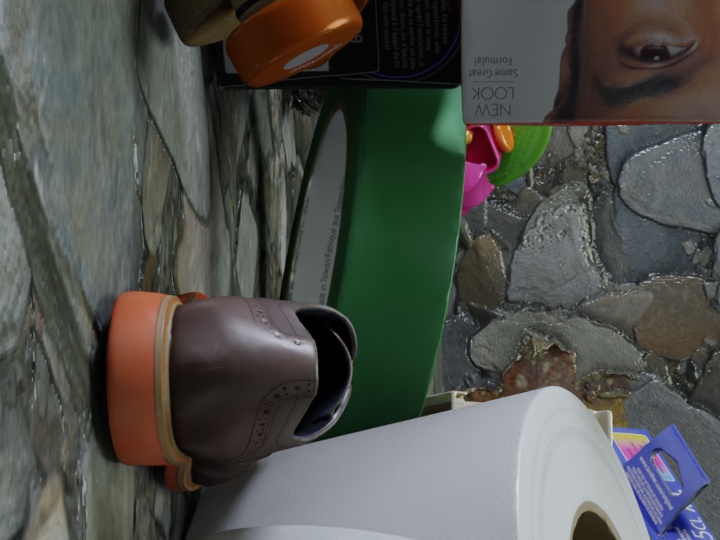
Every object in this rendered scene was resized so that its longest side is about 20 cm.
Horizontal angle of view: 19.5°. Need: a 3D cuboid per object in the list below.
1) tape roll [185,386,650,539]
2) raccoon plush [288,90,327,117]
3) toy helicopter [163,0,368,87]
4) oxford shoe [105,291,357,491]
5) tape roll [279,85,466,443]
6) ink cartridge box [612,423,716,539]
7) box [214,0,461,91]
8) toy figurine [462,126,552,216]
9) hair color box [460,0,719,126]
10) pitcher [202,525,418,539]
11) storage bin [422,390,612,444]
[{"bbox_3d":[0.035,0.157,0.817,0.203,0.139,0.203,-15,90,-71],"label":"tape roll"},{"bbox_3d":[-0.021,-0.164,1.083,0.200,0.097,0.134,35,64,-48],"label":"raccoon plush"},{"bbox_3d":[0.021,-0.133,0.764,0.079,0.200,0.132,62,-4,5],"label":"toy helicopter"},{"bbox_3d":[-0.035,0.042,0.727,0.200,0.072,0.071,15,74,-85],"label":"oxford shoe"},{"bbox_3d":[0.000,0.000,0.951,0.200,0.048,0.201,-171,-90,-81],"label":"tape roll"},{"bbox_3d":[0.129,0.177,1.140,0.137,0.076,0.200,-117,-144,-51],"label":"ink cartridge box"},{"bbox_3d":[-0.004,-0.167,0.922,0.200,0.106,0.123,-78,167,-66],"label":"box"},{"bbox_3d":[0.068,-0.127,1.797,0.200,0.150,0.184,65,23,-18],"label":"toy figurine"},{"bbox_3d":[0.095,-0.158,0.825,0.064,0.111,0.201,-34,123,-79],"label":"hair color box"},{"bbox_3d":[0.005,0.190,0.659,0.121,0.171,0.201,-30,-127,58],"label":"pitcher"},{"bbox_3d":[0.048,0.173,1.121,0.200,0.093,0.199,161,-69,-66],"label":"storage bin"}]
